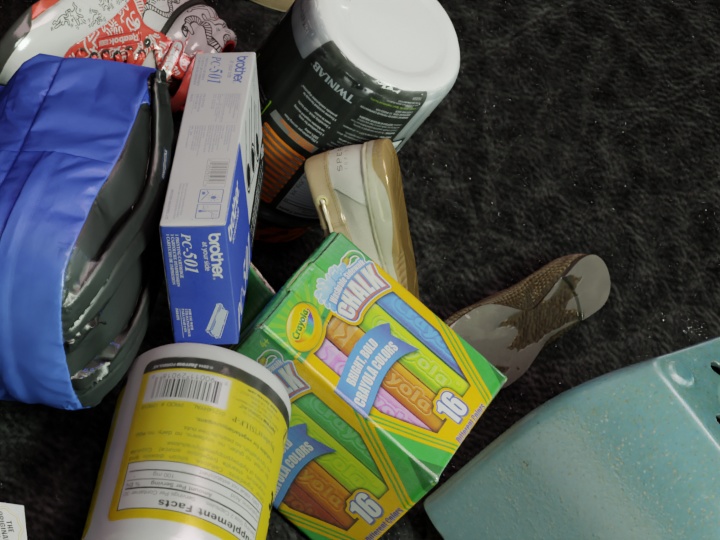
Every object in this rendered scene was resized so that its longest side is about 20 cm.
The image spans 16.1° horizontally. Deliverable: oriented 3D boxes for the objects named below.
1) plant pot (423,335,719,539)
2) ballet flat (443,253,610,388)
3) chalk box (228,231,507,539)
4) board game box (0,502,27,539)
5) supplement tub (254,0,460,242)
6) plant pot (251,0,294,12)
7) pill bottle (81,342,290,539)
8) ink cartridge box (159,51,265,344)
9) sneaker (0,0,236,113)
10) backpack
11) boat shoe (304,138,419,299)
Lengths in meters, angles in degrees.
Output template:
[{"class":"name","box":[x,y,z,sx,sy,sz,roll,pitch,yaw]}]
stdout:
[{"class":"plant pot","box":[0.206,0.154,1.711,0.196,0.200,0.196,-14,61,-49]},{"class":"ballet flat","box":[0.110,0.038,1.879,0.200,0.046,0.068,-32,110,-41]},{"class":"chalk box","box":[-0.030,0.071,1.686,0.200,0.125,0.124,40,42,-1]},{"class":"board game box","box":[-0.253,0.221,1.465,0.134,0.034,0.201,11,51,-30]},{"class":"supplement tub","box":[-0.028,-0.113,1.777,0.122,0.200,0.123,19,48,-23]},{"class":"plant pot","box":[-0.057,-0.307,1.992,0.200,0.093,0.201,21,47,-24]},{"class":"pill bottle","box":[-0.112,0.154,1.562,0.111,0.111,0.201,25,52,-18]},{"class":"ink cartridge box","box":[-0.093,-0.049,1.640,0.044,0.094,0.200,0,37,5]},{"class":"sneaker","box":[-0.169,-0.154,1.804,0.108,0.067,0.201,45,40,7]},{"class":"backpack","box":[-0.205,-0.013,1.598,0.167,0.163,0.200,3,49,13]},{"class":"boat shoe","box":[0.000,0.000,1.752,0.069,0.201,0.074,-3,30,9]}]
